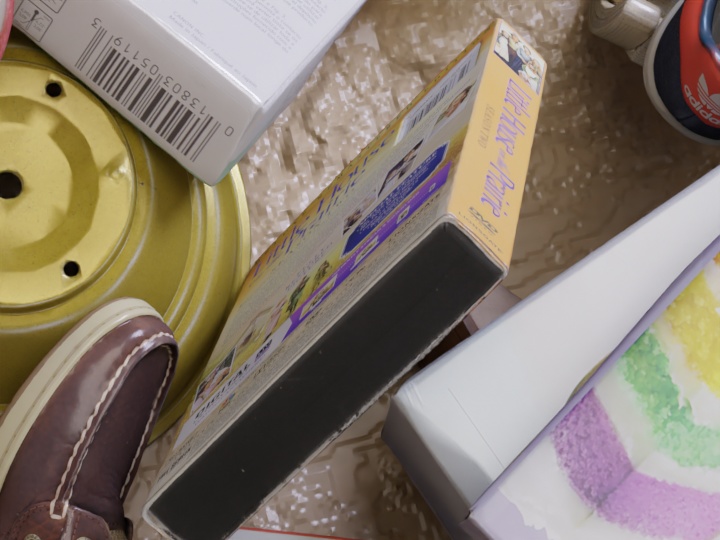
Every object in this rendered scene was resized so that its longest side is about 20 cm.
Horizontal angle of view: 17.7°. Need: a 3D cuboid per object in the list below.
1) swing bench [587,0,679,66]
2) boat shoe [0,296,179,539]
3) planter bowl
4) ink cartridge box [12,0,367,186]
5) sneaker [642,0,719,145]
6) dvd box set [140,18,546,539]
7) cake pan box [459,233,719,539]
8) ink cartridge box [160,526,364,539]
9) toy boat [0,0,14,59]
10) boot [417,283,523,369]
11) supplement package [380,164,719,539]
[{"bbox_3d":[0.216,-0.135,0.926,0.198,0.130,0.201,26,90,-6],"label":"swing bench"},{"bbox_3d":[-0.103,0.109,0.804,0.072,0.072,0.201,27,90,21],"label":"boat shoe"},{"bbox_3d":[-0.132,-0.023,0.848,0.199,0.083,0.202,3,77,-11],"label":"planter bowl"},{"bbox_3d":[-0.070,-0.139,0.885,0.161,0.050,0.200,39,35,-2],"label":"ink cartridge box"},{"bbox_3d":[0.182,-0.128,0.816,0.075,0.085,0.200,36,88,-5],"label":"sneaker"},{"bbox_3d":[0.000,0.000,0.789,0.029,0.200,0.146,42,111,-10],"label":"dvd box set"},{"bbox_3d":[0.158,0.073,0.652,0.184,0.052,0.200,-45,85,-4],"label":"cake pan box"},{"bbox_3d":[-0.028,0.189,0.755,0.108,0.050,0.201,8,75,-10],"label":"ink cartridge box"},{"bbox_3d":[-0.207,-0.076,0.788,0.200,0.131,0.130,-44,105,7],"label":"toy boat"},{"bbox_3d":[0.114,0.043,0.885,0.146,0.070,0.201,-23,69,-15],"label":"boot"},{"bbox_3d":[0.140,0.068,0.751,0.199,0.147,0.192,-35,83,-5],"label":"supplement package"}]
